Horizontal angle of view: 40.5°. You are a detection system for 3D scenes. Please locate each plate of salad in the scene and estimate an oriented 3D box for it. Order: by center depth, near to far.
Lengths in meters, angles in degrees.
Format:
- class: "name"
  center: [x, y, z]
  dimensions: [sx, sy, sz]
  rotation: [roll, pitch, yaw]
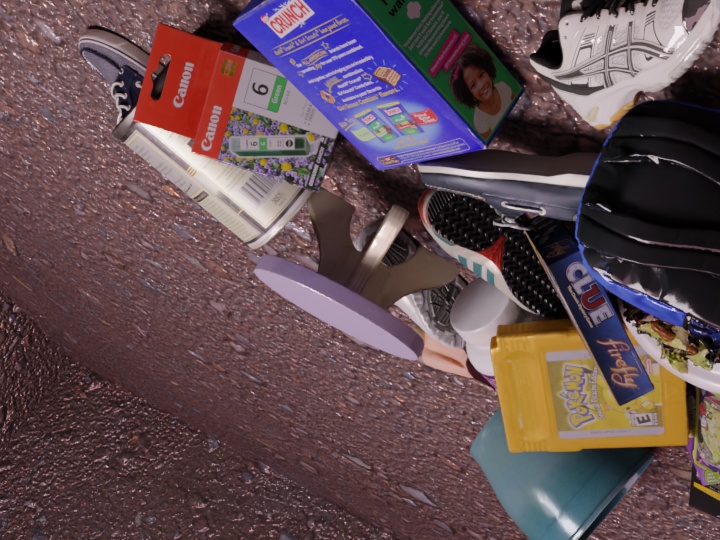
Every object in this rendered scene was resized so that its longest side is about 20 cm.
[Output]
- class: "plate of salad"
  center: [0.326, 0.051, 0.901]
  dimensions: [0.199, 0.048, 0.201]
  rotation: [27, 144, 22]

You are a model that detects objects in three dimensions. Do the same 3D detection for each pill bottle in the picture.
- class: "pill bottle"
  center: [0.193, 0.095, 1.136]
  dimensions: [0.112, 0.113, 0.200]
  rotation: [4, 146, 52]

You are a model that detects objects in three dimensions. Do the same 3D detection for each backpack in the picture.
- class: "backpack"
  center: [0.266, -0.022, 0.723]
  dimensions: [0.199, 0.163, 0.168]
  rotation: [22, 176, 23]

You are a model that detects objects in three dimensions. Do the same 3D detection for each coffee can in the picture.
- class: "coffee can"
  center: [-0.150, -0.141, 1.078]
  dimensions: [0.200, 0.147, 0.146]
  rotation: [40, 158, -17]

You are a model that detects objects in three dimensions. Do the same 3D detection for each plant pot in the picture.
- class: "plant pot"
  center: [0.256, 0.261, 1.314]
  dimensions: [0.188, 0.200, 0.200]
  rotation: [41, 162, 21]

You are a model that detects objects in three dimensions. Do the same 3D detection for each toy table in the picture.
- class: "toy table"
  center: [0.000, 0.000, 1.065]
  dimensions: [0.199, 0.118, 0.184]
  rotation: [32, 165, -13]

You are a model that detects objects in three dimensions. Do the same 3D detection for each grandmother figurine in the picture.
- class: "grandmother figurine"
  center: [0.156, 0.127, 1.304]
  dimensions: [0.121, 0.061, 0.200]
  rotation: [39, 170, -38]

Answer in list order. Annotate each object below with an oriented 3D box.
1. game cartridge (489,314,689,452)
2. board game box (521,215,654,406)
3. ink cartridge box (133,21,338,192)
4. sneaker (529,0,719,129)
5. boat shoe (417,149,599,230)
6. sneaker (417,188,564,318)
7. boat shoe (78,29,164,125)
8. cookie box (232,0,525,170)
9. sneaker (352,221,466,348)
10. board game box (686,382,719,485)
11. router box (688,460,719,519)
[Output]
- class: "game cartridge"
  center: [0.248, 0.126, 1.054]
  dimensions: [0.199, 0.033, 0.177]
  rotation: [-7, 125, 14]
- class: "board game box"
  center: [0.201, 0.025, 0.886]
  dimensions: [0.136, 0.034, 0.200]
  rotation: [61, -171, -10]
- class: "ink cartridge box"
  center: [-0.119, -0.161, 0.965]
  dimensions: [0.199, 0.110, 0.050]
  rotation: [17, -160, -9]
- class: "sneaker"
  center: [0.178, -0.165, 0.661]
  dimensions: [0.087, 0.076, 0.200]
  rotation: [37, 157, -4]
- class: "boat shoe"
  center: [0.146, -0.071, 0.866]
  dimensions: [0.199, 0.075, 0.062]
  rotation: [4, 117, 20]
- class: "sneaker"
  center: [0.141, -0.026, 1.045]
  dimensions: [0.199, 0.071, 0.093]
  rotation: [36, 180, -17]
- class: "boat shoe"
  center: [-0.277, -0.209, 1.188]
  dimensions: [0.199, 0.093, 0.075]
  rotation: [31, 159, 6]
- class: "cookie box"
  center: [0.013, -0.187, 0.846]
  dimensions: [0.200, 0.075, 0.171]
  rotation: [43, 158, -24]
- class: "sneaker"
  center: [0.065, 0.019, 1.234]
  dimensions: [0.200, 0.078, 0.099]
  rotation: [47, 163, -10]
- class: "board game box"
  center: [0.393, 0.155, 1.011]
  dimensions: [0.200, 0.032, 0.121]
  rotation: [128, 128, -69]
- class: "router box"
  center: [0.499, 0.276, 1.171]
  dimensions: [0.199, 0.052, 0.158]
  rotation: [22, 155, 27]
